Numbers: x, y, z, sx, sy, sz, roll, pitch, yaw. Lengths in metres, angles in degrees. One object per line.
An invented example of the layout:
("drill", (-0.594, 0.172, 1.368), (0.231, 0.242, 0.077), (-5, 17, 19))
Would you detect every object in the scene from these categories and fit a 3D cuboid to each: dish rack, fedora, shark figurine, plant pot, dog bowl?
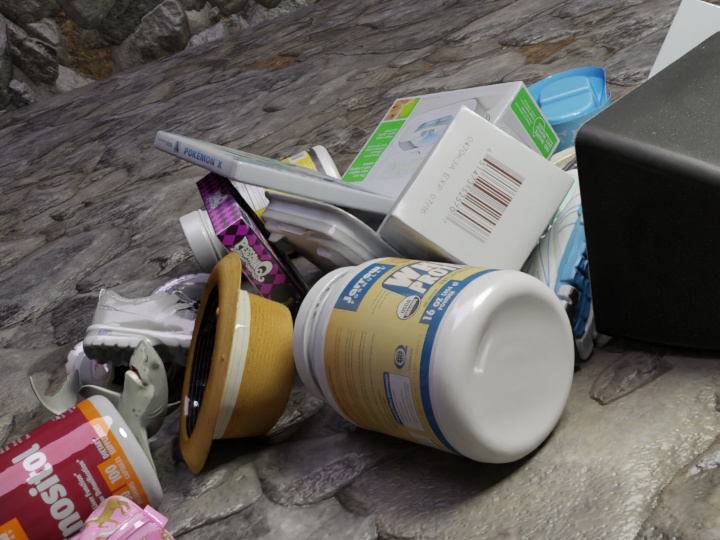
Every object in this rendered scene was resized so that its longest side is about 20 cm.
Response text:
("dish rack", (0.000, 0.000, 1.080), (0.044, 0.200, 0.172), (-58, 32, -9))
("fedora", (-0.106, 0.086, 1.018), (0.082, 0.201, 0.201), (10, 17, -15))
("shark figurine", (-0.220, 0.135, 1.084), (0.089, 0.128, 0.214), (-24, 5, -43))
("plant pot", (0.309, -0.047, 0.897), (0.200, 0.200, 0.177), (-35, 39, -29))
("dog bowl", (0.266, -0.202, 1.449), (0.111, 0.050, 0.200), (-16, 24, 14))

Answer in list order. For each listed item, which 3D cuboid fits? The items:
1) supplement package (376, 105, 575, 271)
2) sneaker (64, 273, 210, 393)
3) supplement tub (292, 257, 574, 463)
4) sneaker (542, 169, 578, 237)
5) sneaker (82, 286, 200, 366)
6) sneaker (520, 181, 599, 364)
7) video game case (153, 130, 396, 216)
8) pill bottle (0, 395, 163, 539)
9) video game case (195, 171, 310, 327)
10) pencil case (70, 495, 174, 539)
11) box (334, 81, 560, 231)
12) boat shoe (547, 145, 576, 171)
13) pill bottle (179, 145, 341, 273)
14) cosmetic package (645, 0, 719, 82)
("supplement package", (0.092, -0.048, 1.026), (0.117, 0.117, 0.200), (-58, 1, -9))
("sneaker", (-0.212, 0.079, 1.221), (0.200, 0.081, 0.088), (-38, 31, -20))
("supplement tub", (0.053, 0.065, 0.910), (0.145, 0.145, 0.200), (-37, 27, -32))
("sneaker", (0.184, -0.037, 1.109), (0.118, 0.074, 0.200), (-16, 25, -1))
("sneaker", (-0.174, 0.052, 1.145), (0.200, 0.075, 0.082), (5, 63, -9))
("sneaker", (0.174, -0.015, 0.992), (0.087, 0.075, 0.200), (3, 58, 42))
("video game case", (-0.087, -0.101, 1.182), (0.200, 0.022, 0.182), (10, 9, -38))
("pill bottle", (-0.275, 0.199, 0.947), (0.200, 0.113, 0.113), (-31, 24, -20))
("video game case", (-0.093, -0.004, 1.151), (0.036, 0.181, 0.200), (-35, 23, 0))
("pencil case", (-0.220, 0.250, 0.823), (0.086, 0.083, 0.200), (-3, 28, 40))
("box", (0.089, -0.106, 1.264), (0.200, 0.097, 0.177), (2, 50, 49))
("boat shoe", (0.283, -0.124, 1.235), (0.200, 0.072, 0.065), (-27, 28, -2))
("pill bottle", (-0.116, -0.067, 1.408), (0.200, 0.111, 0.111), (-24, 22, -4))
("cosmetic package", (0.307, -0.152, 1.059), (0.052, 0.151, 0.200), (24, 6, 25))
